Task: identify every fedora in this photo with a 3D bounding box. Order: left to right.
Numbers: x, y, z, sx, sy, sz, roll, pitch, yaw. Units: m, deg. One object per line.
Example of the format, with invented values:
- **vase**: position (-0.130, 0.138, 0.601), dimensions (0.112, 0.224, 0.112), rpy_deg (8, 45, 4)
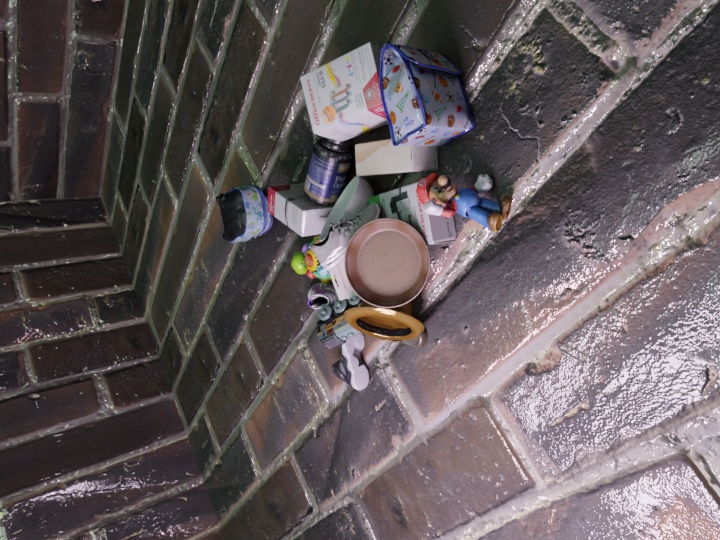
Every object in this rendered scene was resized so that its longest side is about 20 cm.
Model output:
- **fedora**: position (0.061, 0.104, 1.300), dimensions (0.200, 0.199, 0.083), rpy_deg (-24, 46, 51)

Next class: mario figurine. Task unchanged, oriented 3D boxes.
- **mario figurine**: position (0.206, -0.155, 1.099), dimensions (0.198, 0.123, 0.107), rpy_deg (22, 108, 25)

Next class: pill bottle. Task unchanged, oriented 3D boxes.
- **pill bottle**: position (-0.084, -0.289, 1.460), dimensions (0.112, 0.111, 0.202), rpy_deg (46, 131, 34)

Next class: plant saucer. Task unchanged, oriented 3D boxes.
- **plant saucer**: position (0.062, -0.018, 1.213), dimensions (0.198, 0.037, 0.203), rpy_deg (1, 94, 16)

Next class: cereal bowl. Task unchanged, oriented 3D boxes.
- **cereal bowl**: position (-0.024, -0.142, 1.397), dimensions (0.201, 0.083, 0.201), rpy_deg (-54, 14, 21)

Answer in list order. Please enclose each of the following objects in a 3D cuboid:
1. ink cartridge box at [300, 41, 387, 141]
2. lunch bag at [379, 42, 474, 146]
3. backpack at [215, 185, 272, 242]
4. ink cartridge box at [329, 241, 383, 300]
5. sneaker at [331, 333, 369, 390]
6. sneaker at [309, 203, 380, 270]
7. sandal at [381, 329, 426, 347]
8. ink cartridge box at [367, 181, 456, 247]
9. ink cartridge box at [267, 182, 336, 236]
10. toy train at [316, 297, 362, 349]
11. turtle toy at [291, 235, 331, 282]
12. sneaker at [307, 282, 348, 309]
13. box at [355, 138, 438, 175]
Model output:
- **ink cartridge box**: position (-0.016, -0.415, 1.269), dimensions (0.198, 0.144, 0.147), rpy_deg (-15, 87, 28)
- **lunch bag**: position (0.133, -0.376, 1.121), dimensions (0.123, 0.169, 0.202), rpy_deg (-23, 80, 48)
- **backpack**: position (-0.389, -0.199, 1.833), dimensions (0.199, 0.146, 0.185), rpy_deg (-12, 88, 55)
- **ink cartridge box**: position (0.000, 0.000, 1.341), dimensions (0.199, 0.067, 0.118), rpy_deg (-20, 89, 55)
- **sneaker**: position (-0.041, 0.249, 1.561), dimensions (0.113, 0.075, 0.203), rpy_deg (-14, 85, 54)
- **sneaker**: position (-0.036, -0.092, 1.268), dimensions (0.082, 0.200, 0.075), rpy_deg (45, -179, -16)
- **sandal**: position (0.088, 0.162, 1.395), dimensions (0.199, 0.054, 0.083), rpy_deg (15, 110, 49)
- **ink cartridge box**: position (0.119, -0.125, 1.266), dimensions (0.199, 0.082, 0.149), rpy_deg (-10, 91, 52)
- **ink cartridge box**: position (-0.161, -0.180, 1.553), dimensions (0.200, 0.144, 0.084), rpy_deg (37, 127, 42)
- **toy train**: position (-0.036, 0.136, 1.468), dimensions (0.199, 0.085, 0.115), rpy_deg (-28, 49, 23)
- **turtle toy**: position (-0.130, -0.032, 1.585), dimensions (0.199, 0.100, 0.148), rpy_deg (-11, 89, 52)
- **sneaker**: position (-0.128, 0.078, 1.600), dimensions (0.199, 0.113, 0.074), rpy_deg (-5, 96, 53)
- **box**: position (0.083, -0.271, 1.271), dimensions (0.199, 0.094, 0.079), rpy_deg (6, 103, 49)
